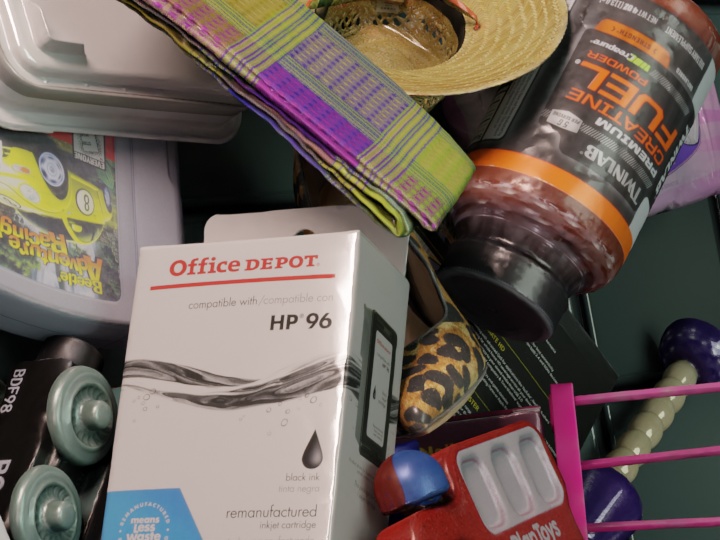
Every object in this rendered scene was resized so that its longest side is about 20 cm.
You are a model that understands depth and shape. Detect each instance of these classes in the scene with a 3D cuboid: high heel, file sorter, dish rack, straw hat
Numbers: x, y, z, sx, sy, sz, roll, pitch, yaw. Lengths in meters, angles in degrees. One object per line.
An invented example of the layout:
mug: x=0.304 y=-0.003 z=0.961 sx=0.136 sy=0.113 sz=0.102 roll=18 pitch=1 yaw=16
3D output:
high heel: x=0.000 y=0.000 z=1.226 sx=0.143 sy=0.071 sz=0.200 roll=59 pitch=9 yaw=-15
file sorter: x=0.174 y=0.176 z=1.350 sx=0.139 sy=0.125 sz=0.200 roll=-89 pitch=172 yaw=-54
dish rack: x=-0.130 y=-0.151 z=1.234 sx=0.200 sy=0.043 sz=0.172 roll=2 pitch=65 yaw=-52
straw hat: x=0.015 y=-0.121 z=1.371 sx=0.201 sy=0.201 sz=0.085 roll=-43 pitch=152 yaw=-44

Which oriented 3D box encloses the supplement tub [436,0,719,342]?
supplement tub: x=0.114 y=-0.061 z=1.365 sx=0.107 sy=0.107 sz=0.200 roll=41 pitch=66 yaw=-32

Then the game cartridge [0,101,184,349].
game cartridge: x=-0.161 y=-0.035 z=1.186 sx=0.200 sy=0.041 sz=0.133 roll=21 pitch=57 yaw=-42

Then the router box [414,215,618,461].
router box: x=0.050 y=0.043 z=1.395 sx=0.200 sy=0.051 sz=0.149 roll=53 pitch=47 yaw=-21

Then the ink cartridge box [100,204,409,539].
ink cartridge box: x=-0.045 y=0.051 z=1.146 sx=0.068 sy=0.116 sz=0.201 roll=46 pitch=45 yaw=-58

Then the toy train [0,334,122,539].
toy train: x=-0.147 y=0.131 z=1.144 sx=0.114 sy=0.085 sz=0.200 roll=52 pitch=43 yaw=-42

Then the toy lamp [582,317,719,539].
toy lamp: x=0.166 y=0.106 z=1.503 sx=0.200 sy=0.058 sz=0.058 roll=-46 pitch=113 yaw=-43

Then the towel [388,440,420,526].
towel: x=-0.035 y=0.183 z=1.194 sx=0.050 sy=0.147 sz=0.201 roll=12 pitch=71 yaw=-60

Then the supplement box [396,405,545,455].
supplement box: x=0.039 y=0.177 z=1.271 sx=0.103 sy=0.131 sz=0.201 roll=86 pitch=-3 yaw=-82

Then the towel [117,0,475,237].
towel: x=-0.033 y=-0.095 z=1.193 sx=0.200 sy=0.023 sz=0.144 roll=39 pitch=20 yaw=-1

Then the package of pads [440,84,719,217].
package of pads: x=0.139 y=-0.084 z=1.511 sx=0.200 sy=0.076 sz=0.121 roll=-17 pitch=93 yaw=-48

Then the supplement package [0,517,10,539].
supplement package: x=-0.267 y=0.089 z=0.997 sx=0.200 sy=0.111 sz=0.156 roll=-30 pitch=101 yaw=-47

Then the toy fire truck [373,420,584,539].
toy fire truck: x=0.064 y=0.156 z=1.130 sx=0.200 sy=0.112 sz=0.168 roll=-9 pitch=72 yaw=-62
